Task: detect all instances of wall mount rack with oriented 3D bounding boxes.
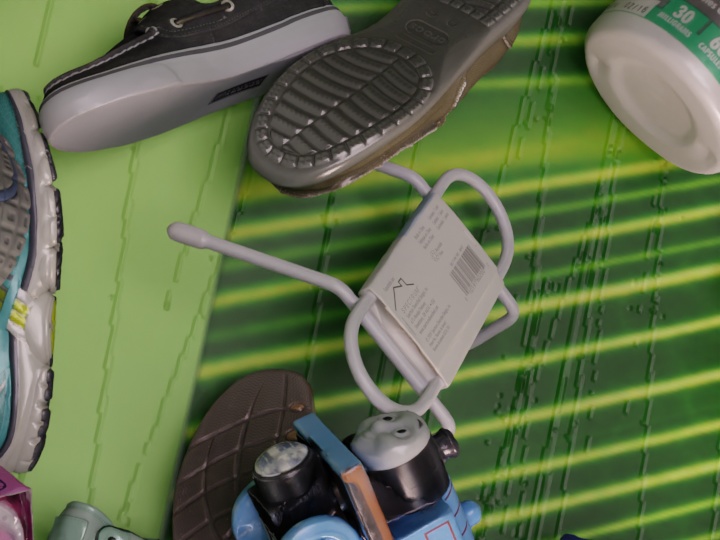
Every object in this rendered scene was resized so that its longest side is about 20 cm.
[{"bbox_3d":[0.000,0.000,1.249,0.174,0.075,0.200,51,36,-13],"label":"wall mount rack"}]

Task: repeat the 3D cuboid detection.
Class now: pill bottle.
[{"bbox_3d":[0.230,-0.158,1.344,0.200,0.113,0.113,-44,101,-16],"label":"pill bottle"}]

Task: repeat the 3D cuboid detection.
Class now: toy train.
[{"bbox_3d":[0.016,0.157,1.176,0.114,0.087,0.200,-28,116,-14],"label":"toy train"}]

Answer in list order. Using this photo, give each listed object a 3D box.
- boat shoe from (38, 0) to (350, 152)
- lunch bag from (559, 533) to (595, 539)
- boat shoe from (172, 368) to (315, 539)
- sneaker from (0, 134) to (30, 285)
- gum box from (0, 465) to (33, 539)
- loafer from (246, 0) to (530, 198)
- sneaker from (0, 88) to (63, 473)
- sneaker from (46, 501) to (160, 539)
[{"bbox_3d":[-0.092,-0.113,1.238,0.200,0.069,0.057,-22,78,-40],"label":"boat shoe"},{"bbox_3d":[0.124,0.242,1.250,0.170,0.200,0.124,-46,134,-17],"label":"lunch bag"},{"bbox_3d":[-0.058,0.152,1.249,0.076,0.072,0.200,7,76,17],"label":"boat shoe"},{"bbox_3d":[-0.225,-0.063,1.174,0.087,0.075,0.200,-30,60,14],"label":"sneaker"},{"bbox_3d":[-0.266,0.132,1.097,0.200,0.113,0.066,-14,116,-33],"label":"gum box"},{"bbox_3d":[0.020,-0.092,1.270,0.075,0.070,0.200,36,56,26],"label":"loafer"},{"bbox_3d":[-0.192,0.005,1.209,0.080,0.078,0.200,5,85,-10],"label":"sneaker"},{"bbox_3d":[-0.172,0.173,1.175,0.200,0.074,0.118,6,86,-53],"label":"sneaker"}]
